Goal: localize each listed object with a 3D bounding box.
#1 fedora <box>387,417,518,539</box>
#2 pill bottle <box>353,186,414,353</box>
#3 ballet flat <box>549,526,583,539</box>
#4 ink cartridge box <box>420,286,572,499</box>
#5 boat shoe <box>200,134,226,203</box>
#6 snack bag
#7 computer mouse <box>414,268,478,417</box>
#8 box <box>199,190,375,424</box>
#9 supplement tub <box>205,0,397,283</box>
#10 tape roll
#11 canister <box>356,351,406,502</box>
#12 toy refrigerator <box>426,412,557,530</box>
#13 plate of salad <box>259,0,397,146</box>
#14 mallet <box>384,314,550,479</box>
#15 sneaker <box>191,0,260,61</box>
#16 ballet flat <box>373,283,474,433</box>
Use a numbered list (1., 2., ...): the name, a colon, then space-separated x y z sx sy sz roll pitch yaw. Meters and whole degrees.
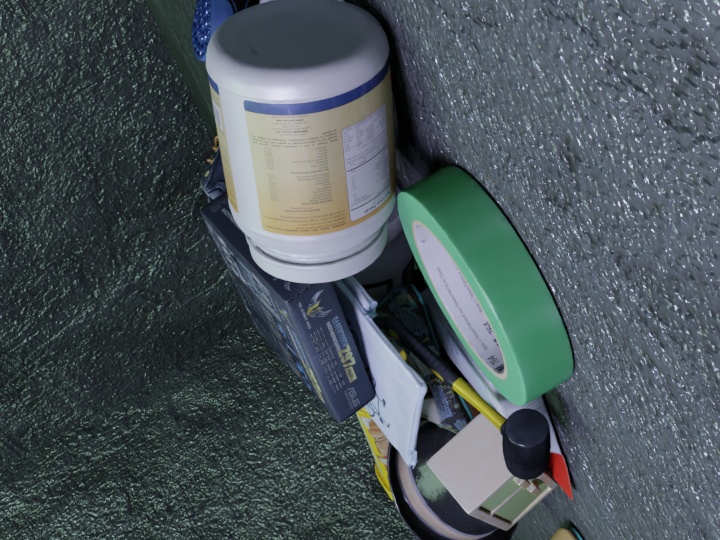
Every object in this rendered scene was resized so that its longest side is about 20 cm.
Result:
1. fedora: 0.128 0.228 1.317 0.091 0.200 0.201 -28 91 50
2. pill bottle: 0.000 0.000 1.247 0.117 0.116 0.201 55 157 40
3. ballet flat: 0.228 0.350 1.329 0.069 0.063 0.200 56 171 32
4. ink cartridge box: 0.133 0.124 1.156 0.160 0.047 0.201 51 166 53
5. boat shoe: -0.132 -0.117 1.218 0.201 0.091 0.071 57 172 37
6. snack bag: 0.003 0.080 1.144 0.200 0.021 0.189 50 159 25
7. computer mouse: 0.097 0.089 1.320 0.110 0.044 0.200 76 169 -48
8. box: -0.067 0.034 1.113 0.158 0.051 0.200 44 163 39
9. supplement tub: -0.043 -0.104 0.959 0.145 0.144 0.201 -127 25 -47
10. tape roll: 0.099 0.013 0.957 0.201 0.048 0.200 60 174 11
11. canister: 0.072 0.185 1.450 0.087 0.148 0.200 54 169 44
12. toy refrigerator: 0.135 0.202 1.147 0.070 0.076 0.200 49 -179 24
13. plate of salad: -0.026 -0.177 1.061 0.200 0.048 0.201 39 146 33
14. mallet: 0.091 0.100 1.035 0.200 0.041 0.066 44 158 23
15. sneaker: -0.117 -0.261 1.127 0.201 0.077 0.070 -97 26 -46
16. ballet flat: 0.056 0.102 1.182 0.201 0.074 0.074 64 172 -29
